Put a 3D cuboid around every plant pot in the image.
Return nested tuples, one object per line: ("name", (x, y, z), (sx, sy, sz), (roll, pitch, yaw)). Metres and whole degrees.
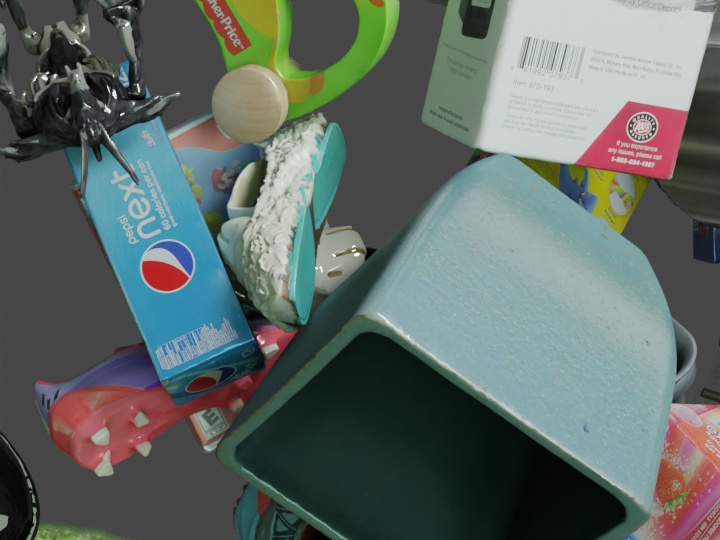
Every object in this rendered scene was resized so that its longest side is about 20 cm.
("plant pot", (0.069, 0.053, 1.309), (0.196, 0.196, 0.200), (35, 50, -9))

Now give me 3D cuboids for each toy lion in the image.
("toy lion", (-0.042, -0.206, 1.374), (0.191, 0.069, 0.201), (-27, 97, 22))

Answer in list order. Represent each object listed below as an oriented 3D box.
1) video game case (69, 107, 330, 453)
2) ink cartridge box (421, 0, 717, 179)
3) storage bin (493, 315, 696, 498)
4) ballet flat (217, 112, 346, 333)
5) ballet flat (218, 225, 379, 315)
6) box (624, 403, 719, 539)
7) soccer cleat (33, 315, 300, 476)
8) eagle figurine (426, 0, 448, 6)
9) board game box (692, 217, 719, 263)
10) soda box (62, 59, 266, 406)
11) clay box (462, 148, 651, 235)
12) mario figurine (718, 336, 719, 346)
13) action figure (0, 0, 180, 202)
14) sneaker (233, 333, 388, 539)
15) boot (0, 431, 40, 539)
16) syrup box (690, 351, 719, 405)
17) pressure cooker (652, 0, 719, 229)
("video game case", (-0.084, 0.000, 1.466), (0.143, 0.017, 0.201), (-29, 104, -13))
("ink cartridge box", (0.136, -0.168, 1.361), (0.145, 0.083, 0.201), (8, 102, -27))
("storage bin", (0.125, 0.116, 1.497), (0.199, 0.146, 0.135), (-31, 132, -13))
("ballet flat", (-0.053, -0.027, 1.376), (0.071, 0.200, 0.072), (4, 124, 6))
("ballet flat", (0.000, 0.000, 1.445), (0.199, 0.068, 0.064), (12, 130, -31))
("box", (0.194, 0.190, 1.447), (0.102, 0.095, 0.200), (5, 126, -49))
("soccer cleat", (-0.112, 0.063, 1.425), (0.199, 0.076, 0.067), (-25, 141, -27))
("eagle figurine", (0.068, -0.271, 1.413), (0.152, 0.151, 0.200), (42, 82, -20))
("board game box", (0.298, -0.110, 1.567), (0.135, 0.034, 0.201), (-4, 98, -18))
("soda box", (-0.126, -0.023, 1.372), (0.064, 0.068, 0.201), (-23, 73, -3))
("clay box", (0.131, -0.064, 1.475), (0.115, 0.047, 0.200), (50, 58, -34))
("mario figurine", (0.337, 0.071, 1.511), (0.200, 0.106, 0.124), (33, 120, -9))
("action figure", (-0.183, -0.141, 1.328), (0.118, 0.201, 0.102), (-22, 148, -4))
("sneaker", (-0.008, 0.121, 1.432), (0.079, 0.096, 0.201), (-4, 126, -39))
("boot", (-0.259, 0.105, 1.347), (0.079, 0.158, 0.212), (-37, 106, -11))
("syrup box", (0.266, 0.135, 1.562), (0.079, 0.081, 0.201), (31, 87, -19))
("pressure cooker", (0.292, -0.099, 1.436), (0.178, 0.200, 0.177), (-28, 107, -20))
